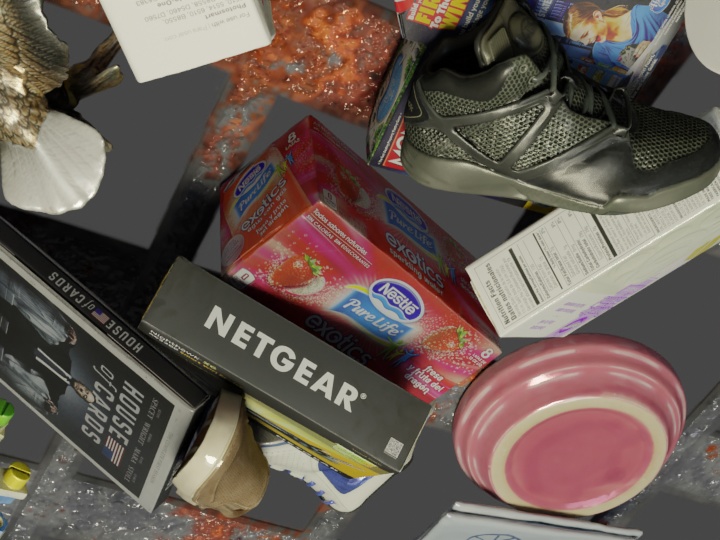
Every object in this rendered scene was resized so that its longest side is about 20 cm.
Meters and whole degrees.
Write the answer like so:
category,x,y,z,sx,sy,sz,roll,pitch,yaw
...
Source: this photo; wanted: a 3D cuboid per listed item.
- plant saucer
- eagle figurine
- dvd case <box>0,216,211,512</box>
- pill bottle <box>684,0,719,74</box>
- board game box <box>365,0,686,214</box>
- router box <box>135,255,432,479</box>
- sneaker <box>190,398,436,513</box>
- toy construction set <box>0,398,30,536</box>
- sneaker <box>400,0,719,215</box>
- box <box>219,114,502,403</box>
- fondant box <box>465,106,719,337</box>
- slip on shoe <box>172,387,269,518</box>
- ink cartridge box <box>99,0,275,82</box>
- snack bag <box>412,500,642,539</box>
category,x,y,z,sx,sy,sz,roll,pitch,yaw
plant saucer,0.177,0.140,1.161,0.197,0.051,0.202,-4,131,-4
eagle figurine,-0.234,-0.132,0.809,0.149,0.154,0.200,6,163,28
dvd case,-0.200,0.067,0.972,0.199,0.025,0.151,39,141,9
pill bottle,0.296,-0.150,0.846,0.198,0.113,0.113,2,134,-32
board game box,0.083,-0.148,0.888,0.197,0.062,0.201,15,128,-18
router box,-0.062,0.074,0.975,0.198,0.053,0.157,31,165,-6
sneaker,-0.039,0.146,1.118,0.196,0.081,0.116,-2,130,-7
toy construction set,-0.333,0.111,1.016,0.092,0.132,0.200,-33,127,20
sneaker,0.124,-0.099,0.833,0.196,0.077,0.115,8,134,5
box,0.000,0.000,0.981,0.095,0.100,0.199,-36,126,22
fondant box,0.187,-0.026,0.963,0.199,0.059,0.144,-32,164,21
slip on shoe,-0.090,0.136,0.962,0.060,0.077,0.200,28,159,0
ink cartridge box,-0.117,-0.225,0.737,0.083,0.147,0.201,-15,131,5
snack bag,0.126,0.258,1.250,0.186,0.022,0.200,10,148,-16
